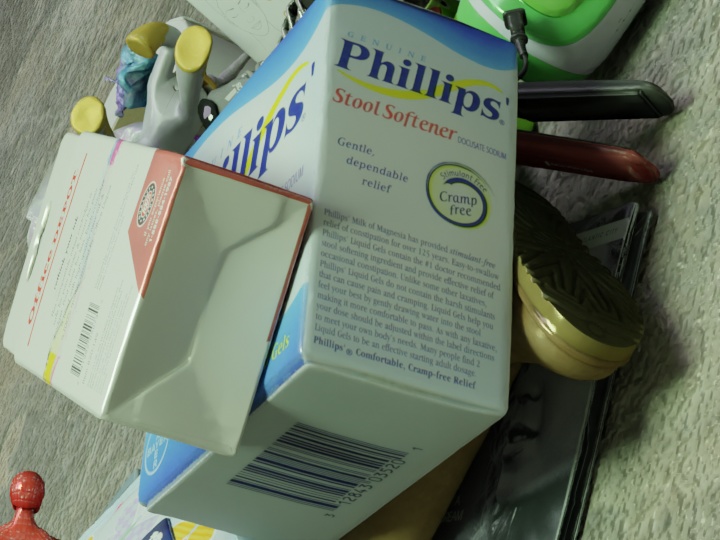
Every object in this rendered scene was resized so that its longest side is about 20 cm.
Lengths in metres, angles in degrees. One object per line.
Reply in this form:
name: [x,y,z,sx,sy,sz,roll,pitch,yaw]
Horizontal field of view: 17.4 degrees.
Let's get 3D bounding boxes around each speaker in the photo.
speaker: [0.130,-0.191,1.187,0.200,0.088,0.089,-57,24,23]

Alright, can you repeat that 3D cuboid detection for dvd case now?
dvd case: [0.075,0.073,1.147,0.149,0.016,0.201,-20,51,62]

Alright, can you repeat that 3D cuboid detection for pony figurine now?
pony figurine: [-0.131,-0.068,1.521,0.194,0.166,0.200,-65,-10,-1]

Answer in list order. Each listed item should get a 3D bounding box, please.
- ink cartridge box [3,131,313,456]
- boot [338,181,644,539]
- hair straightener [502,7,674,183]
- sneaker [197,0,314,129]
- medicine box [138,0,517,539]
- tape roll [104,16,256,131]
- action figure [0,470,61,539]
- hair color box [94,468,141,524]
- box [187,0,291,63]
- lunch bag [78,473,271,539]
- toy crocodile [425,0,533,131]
ink cartridge box: [-0.099,0.004,1.070,0.200,0.067,0.117,20,92,67]
boot: [0.049,0.073,1.114,0.201,0.066,0.175,-61,17,17]
hair straightener: [0.067,-0.091,1.177,0.199,0.041,0.077,8,75,36]
sneaker: [-0.039,-0.113,1.356,0.200,0.115,0.075,83,170,-62]
medicine box: [-0.015,0.003,1.099,0.182,0.103,0.201,-43,36,51]
tape roll: [-0.142,-0.079,1.714,0.203,0.071,0.203,-50,27,37]
action figure: [-0.187,0.193,1.301,0.099,0.065,0.201,-89,6,-69]
hair color box: [-0.135,0.214,1.378,0.200,0.099,0.061,-52,26,32]
box: [-0.059,-0.239,1.481,0.152,0.200,0.107,-30,22,54]
lunch bag: [-0.086,0.200,1.199,0.170,0.127,0.201,-117,36,-61]
toy crocodile: [0.050,-0.099,1.308,0.068,0.062,0.200,-51,27,33]
